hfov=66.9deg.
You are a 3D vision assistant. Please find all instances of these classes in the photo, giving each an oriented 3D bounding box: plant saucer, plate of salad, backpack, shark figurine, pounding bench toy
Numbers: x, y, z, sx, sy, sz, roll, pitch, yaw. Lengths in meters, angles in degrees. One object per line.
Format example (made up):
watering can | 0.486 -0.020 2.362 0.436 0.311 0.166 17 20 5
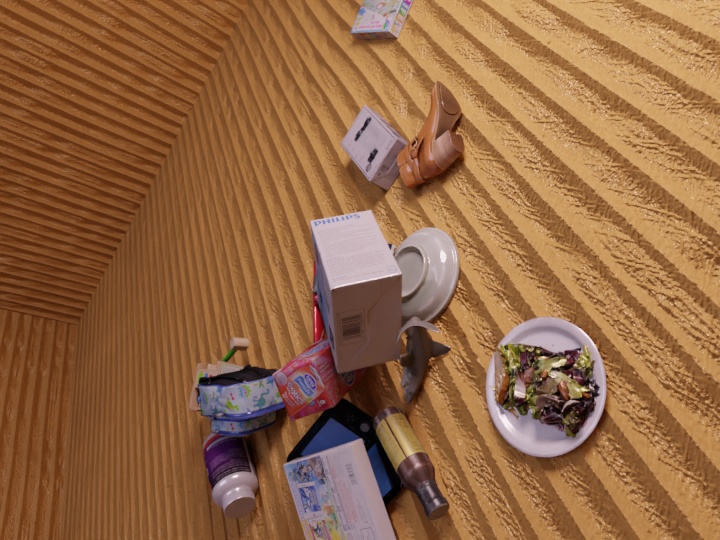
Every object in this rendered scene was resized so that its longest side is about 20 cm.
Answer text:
plant saucer | 0.104 0.007 1.068 0.199 0.050 0.204 -27 54 44
plate of salad | 0.259 0.166 0.799 0.199 0.048 0.204 -27 54 43
backpack | -0.270 0.310 1.308 0.198 0.181 0.150 -14 86 44
shark figurine | 0.115 0.128 0.957 0.088 0.217 0.130 8 48 10
pounding bench toy | -0.367 0.285 1.480 0.155 0.123 0.204 -13 64 49

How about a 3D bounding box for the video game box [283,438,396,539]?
video game box | -0.039 0.428 0.988 0.180 0.047 0.203 -26 78 32

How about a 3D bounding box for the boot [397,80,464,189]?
boot | 0.141 -0.282 1.147 0.155 0.076 0.204 -32 57 44

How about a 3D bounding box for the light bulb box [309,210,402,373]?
light bulb box | -0.010 0.034 0.979 0.201 0.122 0.201 -113 16 -51

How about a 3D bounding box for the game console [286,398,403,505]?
game console | -0.037 0.375 1.024 0.201 0.171 0.119 -52 8 21

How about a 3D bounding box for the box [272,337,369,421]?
box | -0.071 0.196 1.057 0.098 0.200 0.097 -22 92 23

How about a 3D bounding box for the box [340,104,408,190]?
box | 0.035 -0.292 1.283 0.117 0.059 0.201 -55 40 19

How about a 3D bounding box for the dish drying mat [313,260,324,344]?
dish drying mat | -0.097 0.083 1.283 0.018 0.077 0.204 -5 64 8

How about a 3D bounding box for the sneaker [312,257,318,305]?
sneaker | -0.062 -0.012 1.278 0.073 0.081 0.204 -10 64 19

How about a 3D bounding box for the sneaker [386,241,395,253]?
sneaker | 0.000 0.000 1.145 0.201 0.079 0.077 -57 12 39

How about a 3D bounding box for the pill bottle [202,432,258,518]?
pill bottle | -0.315 0.491 1.330 0.113 0.111 0.201 -55 39 18

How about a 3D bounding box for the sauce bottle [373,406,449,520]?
sauce bottle | 0.085 0.327 0.933 0.065 0.064 0.201 -54 39 19

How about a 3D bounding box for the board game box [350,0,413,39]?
board game box | 0.059 -0.692 1.457 0.199 0.034 0.136 32 100 53
